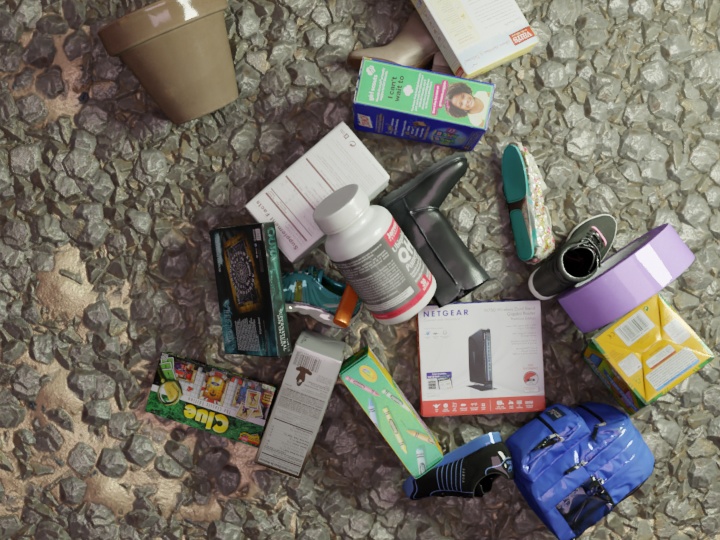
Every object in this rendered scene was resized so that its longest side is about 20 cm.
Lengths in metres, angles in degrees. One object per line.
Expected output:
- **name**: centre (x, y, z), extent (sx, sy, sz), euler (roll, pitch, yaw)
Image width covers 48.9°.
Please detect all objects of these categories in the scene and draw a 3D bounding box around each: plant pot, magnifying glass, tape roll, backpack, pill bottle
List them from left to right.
- **plant pot**: centre (-0.277, -0.325, 1.224), extent (0.200, 0.200, 0.175), euler (-22, 108, 1)
- **magnifying glass**: centre (0.000, 0.000, 1.250), extent (0.080, 0.022, 0.200), euler (27, 58, -11)
- **pill bottle**: centre (0.017, -0.025, 1.165), extent (0.111, 0.111, 0.200), euler (-36, 115, 1)
- **backpack**: centre (0.339, 0.291, 1.222), extent (0.200, 0.163, 0.168), euler (-33, 105, -3)
- **tape roll**: centre (0.401, 0.012, 1.204), extent (0.200, 0.200, 0.066), euler (-37, 86, 1)

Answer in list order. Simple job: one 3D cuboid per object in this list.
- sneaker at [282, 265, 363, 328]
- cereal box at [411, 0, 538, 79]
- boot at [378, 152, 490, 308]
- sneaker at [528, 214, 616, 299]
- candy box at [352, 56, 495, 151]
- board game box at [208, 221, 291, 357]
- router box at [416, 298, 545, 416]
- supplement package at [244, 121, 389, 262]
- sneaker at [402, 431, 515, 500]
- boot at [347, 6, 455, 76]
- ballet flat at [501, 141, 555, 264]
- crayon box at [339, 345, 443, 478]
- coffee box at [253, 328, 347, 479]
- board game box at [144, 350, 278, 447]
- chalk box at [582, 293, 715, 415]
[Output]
- **sneaker**: centre (-0.090, 0.022, 1.263), extent (0.200, 0.078, 0.080), euler (17, 122, -9)
- **cereal box**: centre (0.167, -0.406, 1.230), extent (0.144, 0.040, 0.200), euler (-27, 87, -19)
- **boot**: centre (0.143, -0.063, 1.251), extent (0.165, 0.066, 0.200), euler (-34, 73, 13)
- **sneaker**: centre (0.356, -0.031, 1.232), extent (0.200, 0.099, 0.071), euler (-39, 90, -23)
- **candy box**: centre (0.091, -0.251, 1.219), extent (0.200, 0.169, 0.077), euler (10, 88, 0)
- **board game box**: centre (-0.170, 0.030, 1.205), extent (0.135, 0.028, 0.200), euler (-2, 96, 44)
- **router box**: centre (0.192, 0.140, 1.285), extent (0.200, 0.049, 0.180), euler (-3, 91, 0)
- **supplement package**: centre (-0.065, -0.119, 1.248), extent (0.200, 0.117, 0.117), euler (-40, 91, 1)
- **sneaker**: centre (0.152, 0.329, 1.240), extent (0.200, 0.070, 0.078), euler (-39, 60, 30)
- **boot**: centre (0.091, -0.378, 1.273), extent (0.200, 0.070, 0.146), euler (14, 85, -1)
- **ballet flat**: centre (0.273, -0.110, 1.280), extent (0.064, 0.076, 0.200), euler (-11, 96, -30)
- **crayon box**: centre (0.048, 0.220, 1.252), extent (0.058, 0.119, 0.200), euler (-36, 90, 1)
- **coffee box**: centre (-0.092, 0.206, 1.243), extent (0.080, 0.114, 0.200), euler (20, 100, 1)
- **board game box**: centre (-0.244, 0.210, 1.293), extent (0.200, 0.023, 0.105), euler (16, 93, 6)
- **chalk box**: centre (0.429, 0.135, 1.209), extent (0.125, 0.200, 0.124), euler (-36, 71, 0)
